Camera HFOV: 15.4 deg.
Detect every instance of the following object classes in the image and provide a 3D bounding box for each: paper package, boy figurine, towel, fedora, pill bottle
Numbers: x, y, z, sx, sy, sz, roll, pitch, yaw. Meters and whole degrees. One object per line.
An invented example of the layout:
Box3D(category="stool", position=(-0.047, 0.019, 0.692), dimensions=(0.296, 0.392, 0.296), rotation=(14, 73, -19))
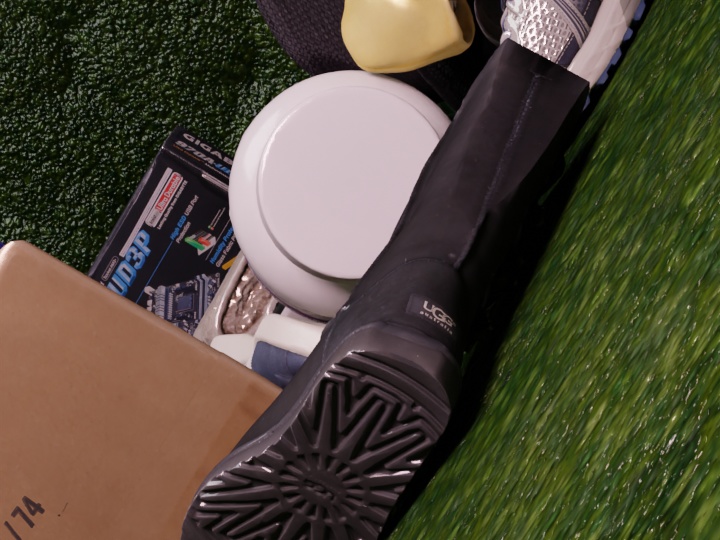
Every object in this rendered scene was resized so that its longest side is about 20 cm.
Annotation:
Box3D(category="paper package", position=(-0.125, 0.117, 1.135), dimensions=(0.201, 0.190, 0.103), rotation=(-60, 6, -11))
Box3D(category="boy figurine", position=(0.034, -0.182, 1.198), dimensions=(0.124, 0.064, 0.201), rotation=(56, -139, -51))
Box3D(category="towel", position=(-0.034, -0.033, 1.447), dimensions=(0.201, 0.034, 0.133), rotation=(-61, 3, -15))
Box3D(category="fedora", position=(0.007, -0.147, 1.317), dimensions=(0.091, 0.201, 0.201), rotation=(-24, 22, 29))
Box3D(category="pill bottle", position=(-0.004, -0.032, 1.223), dimensions=(0.113, 0.112, 0.200), rotation=(-59, 0, -4))

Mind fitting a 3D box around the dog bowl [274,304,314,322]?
Box3D(category="dog bowl", position=(0.000, 0.000, 1.436), dimensions=(0.201, 0.059, 0.200), rotation=(-58, 4, 7))

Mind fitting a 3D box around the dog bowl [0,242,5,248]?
Box3D(category="dog bowl", position=(-0.256, 0.073, 1.583), dimensions=(0.201, 0.079, 0.200), rotation=(-58, -1, -1))

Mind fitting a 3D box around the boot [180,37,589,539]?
Box3D(category="boot", position=(0.012, 0.019, 1.046), dimensions=(0.165, 0.066, 0.200), rotation=(-45, 15, 41))

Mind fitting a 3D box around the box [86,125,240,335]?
Box3D(category="box", position=(-0.095, 0.039, 1.608), dimensions=(0.200, 0.159, 0.046), rotation=(-58, 2, 20))

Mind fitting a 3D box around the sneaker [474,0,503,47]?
Box3D(category="sneaker", position=(0.102, -0.192, 1.223), dimensions=(0.082, 0.077, 0.200), rotation=(8, -61, -54))

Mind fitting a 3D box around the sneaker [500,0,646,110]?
Box3D(category="sneaker", position=(0.086, -0.136, 1.156), dimensions=(0.201, 0.085, 0.077), rotation=(-60, 4, -4))

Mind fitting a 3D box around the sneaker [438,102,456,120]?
Box3D(category="sneaker", position=(0.051, -0.120, 1.484), dimensions=(0.074, 0.083, 0.200), rotation=(-52, 2, -17))

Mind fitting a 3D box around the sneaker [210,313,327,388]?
Box3D(category="sneaker", position=(-0.029, 0.071, 1.268), dimensions=(0.200, 0.075, 0.085), rotation=(154, 126, -73))
